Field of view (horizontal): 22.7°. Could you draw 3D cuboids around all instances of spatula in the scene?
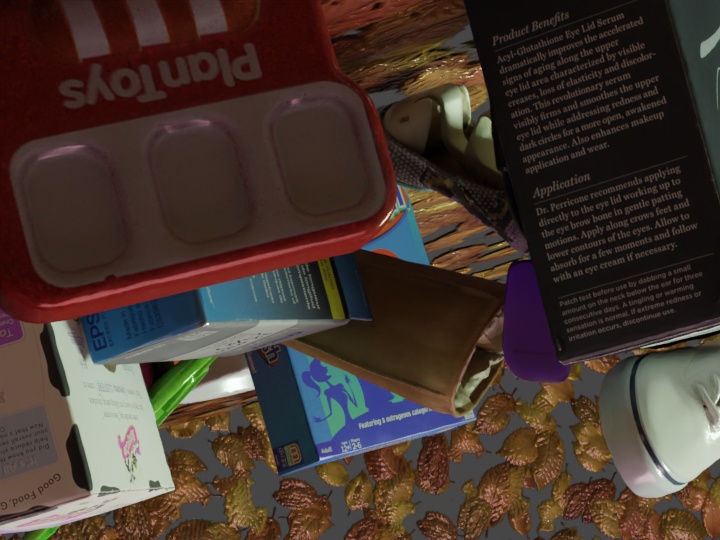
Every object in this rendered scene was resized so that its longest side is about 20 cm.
[{"bbox_3d":[0.086,-0.040,0.964,0.056,0.202,0.020,5,162,-43],"label":"spatula"}]

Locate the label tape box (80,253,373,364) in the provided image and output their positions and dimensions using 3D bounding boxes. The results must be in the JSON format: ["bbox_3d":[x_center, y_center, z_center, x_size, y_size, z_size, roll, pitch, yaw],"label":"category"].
[{"bbox_3d":[-0.074,-0.033,0.868,0.066,0.144,0.200,-20,172,19],"label":"label tape box"}]

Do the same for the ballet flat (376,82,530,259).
[{"bbox_3d":[0.064,-0.071,1.049,0.072,0.073,0.200,-9,-149,-43],"label":"ballet flat"}]

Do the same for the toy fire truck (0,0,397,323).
[{"bbox_3d":[-0.100,-0.065,0.486,0.199,0.169,0.112,-14,172,-20],"label":"toy fire truck"}]

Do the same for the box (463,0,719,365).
[{"bbox_3d":[0.147,-0.064,0.918,0.104,0.202,0.148,-18,172,26],"label":"box"}]

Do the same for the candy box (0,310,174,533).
[{"bbox_3d":[-0.160,0.017,0.827,0.071,0.202,0.168,-17,172,4],"label":"candy box"}]

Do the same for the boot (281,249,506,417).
[{"bbox_3d":[0.000,0.000,1.019,0.199,0.067,0.175,14,-136,23],"label":"boot"}]

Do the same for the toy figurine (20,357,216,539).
[{"bbox_3d":[-0.189,0.032,0.986,0.150,0.184,0.200,-45,180,-39],"label":"toy figurine"}]

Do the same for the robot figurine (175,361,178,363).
[{"bbox_3d":[-0.173,0.021,1.142,0.199,0.118,0.144,-12,178,-33],"label":"robot figurine"}]

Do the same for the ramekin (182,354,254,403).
[{"bbox_3d":[-0.085,0.044,1.583,0.199,0.098,0.201,-16,172,-2],"label":"ramekin"}]

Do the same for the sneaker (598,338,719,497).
[{"bbox_3d":[0.186,0.065,0.952,0.070,0.073,0.200,-26,178,29],"label":"sneaker"}]

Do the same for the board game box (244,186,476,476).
[{"bbox_3d":[-0.015,0.019,1.166,0.151,0.202,0.045,-10,169,-45],"label":"board game box"}]
